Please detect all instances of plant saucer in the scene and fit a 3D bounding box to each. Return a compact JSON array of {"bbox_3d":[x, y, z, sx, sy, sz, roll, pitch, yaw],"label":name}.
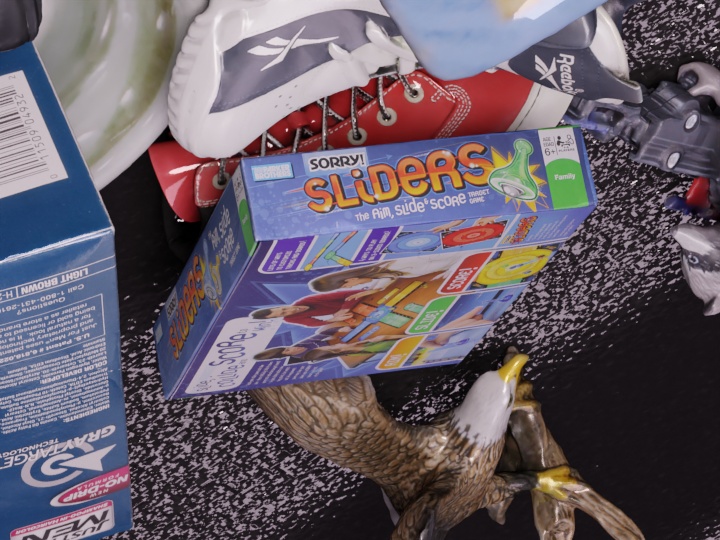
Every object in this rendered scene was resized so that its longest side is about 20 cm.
[{"bbox_3d":[-0.153,-0.080,1.057,0.199,0.050,0.200,-19,149,-12],"label":"plant saucer"}]

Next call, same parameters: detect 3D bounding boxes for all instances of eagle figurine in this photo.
[{"bbox_3d":[0.027,0.093,1.363,0.200,0.151,0.152,-14,114,-49],"label":"eagle figurine"}]

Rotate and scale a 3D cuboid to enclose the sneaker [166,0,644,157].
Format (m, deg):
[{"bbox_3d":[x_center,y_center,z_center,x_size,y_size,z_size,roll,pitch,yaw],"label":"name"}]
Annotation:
[{"bbox_3d":[0.034,-0.086,1.064,0.199,0.130,0.080,-43,165,-5],"label":"sneaker"}]

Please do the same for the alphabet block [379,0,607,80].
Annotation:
[{"bbox_3d":[0.041,-0.212,0.860,0.196,0.200,0.195,-28,150,4],"label":"alphabet block"}]

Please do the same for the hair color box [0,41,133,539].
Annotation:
[{"bbox_3d":[-0.128,0.014,1.070,0.060,0.100,0.200,-17,147,-13],"label":"hair color box"}]

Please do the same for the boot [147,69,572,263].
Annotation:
[{"bbox_3d":[-0.003,-0.068,1.168,0.144,0.073,0.200,-4,146,-30],"label":"boot"}]

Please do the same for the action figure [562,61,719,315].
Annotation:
[{"bbox_3d":[0.187,-0.060,1.289,0.199,0.105,0.194,1,130,-40],"label":"action figure"}]

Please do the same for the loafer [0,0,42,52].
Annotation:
[{"bbox_3d":[-0.155,-0.147,0.907,0.070,0.068,0.201,-24,128,-2],"label":"loafer"}]

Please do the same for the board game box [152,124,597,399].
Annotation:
[{"bbox_3d":[0.000,0.000,1.183,0.135,0.035,0.200,-6,163,-17],"label":"board game box"}]
